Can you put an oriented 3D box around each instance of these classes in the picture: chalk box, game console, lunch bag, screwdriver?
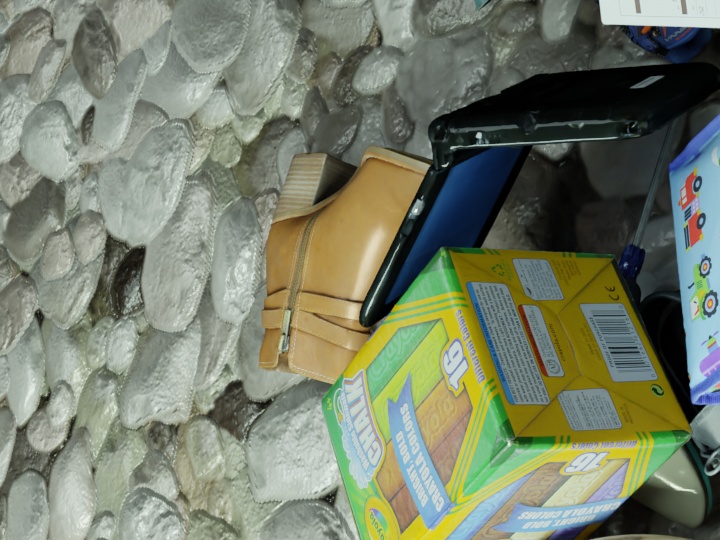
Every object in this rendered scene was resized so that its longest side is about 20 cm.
[{"bbox_3d":[0.064,0.095,1.041,0.200,0.123,0.125,-54,46,42],"label":"chalk box"},{"bbox_3d":[0.106,-0.046,1.070,0.175,0.200,0.117,-2,103,23],"label":"game console"},{"bbox_3d":[0.236,-0.039,0.945,0.200,0.093,0.152,114,159,-56],"label":"lunch bag"},{"bbox_3d":[0.167,-0.028,1.101,0.201,0.028,0.029,-68,14,-19],"label":"screwdriver"}]

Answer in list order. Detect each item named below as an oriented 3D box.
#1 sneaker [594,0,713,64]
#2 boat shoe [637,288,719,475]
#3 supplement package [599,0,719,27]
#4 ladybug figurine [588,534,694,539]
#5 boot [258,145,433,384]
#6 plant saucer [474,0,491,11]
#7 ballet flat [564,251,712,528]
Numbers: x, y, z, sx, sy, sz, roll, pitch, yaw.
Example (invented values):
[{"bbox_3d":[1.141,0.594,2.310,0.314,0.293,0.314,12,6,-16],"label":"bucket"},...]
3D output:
[{"bbox_3d":[0.166,-0.168,1.070,0.075,0.200,0.079,-40,74,14],"label":"sneaker"},{"bbox_3d":[0.214,0.084,1.034,0.075,0.062,0.201,-48,52,21],"label":"boat shoe"},{"bbox_3d":[0.205,-0.231,0.961,0.110,0.200,0.157,7,121,34],"label":"supplement package"},{"bbox_3d":[0.147,0.213,1.021,0.198,0.072,0.137,-6,80,9],"label":"ladybug figurine"},{"bbox_3d":[0.000,0.000,1.249,0.199,0.076,0.157,3,79,47],"label":"boot"},{"bbox_3d":[0.136,-0.231,1.116,0.027,0.200,0.200,47,119,-3],"label":"plant saucer"},{"bbox_3d":[0.136,0.075,1.104,0.070,0.069,0.201,-47,46,24],"label":"ballet flat"}]
